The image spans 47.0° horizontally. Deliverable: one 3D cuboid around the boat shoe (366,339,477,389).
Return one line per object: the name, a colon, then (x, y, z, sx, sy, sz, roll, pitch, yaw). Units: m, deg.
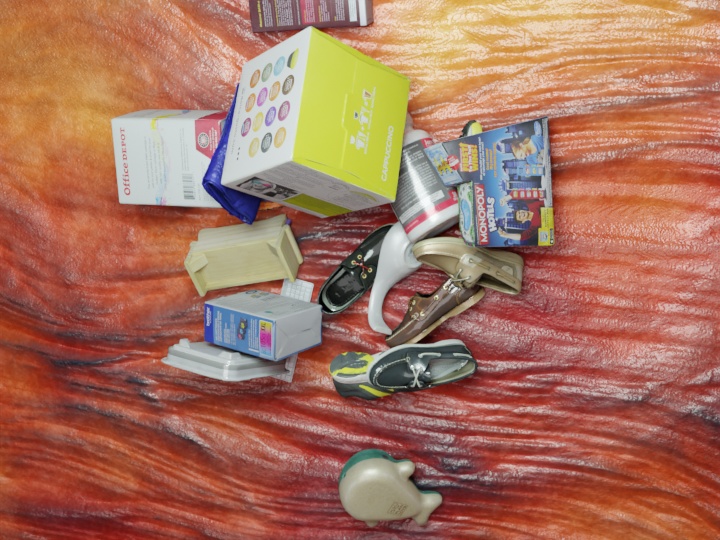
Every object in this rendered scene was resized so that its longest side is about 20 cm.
boat shoe: (0.107, 0.165, 1.405, 0.197, 0.060, 0.077, -15, 122, -20)

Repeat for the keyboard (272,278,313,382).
keyboard: (-0.134, 0.110, 1.533, 0.055, 0.011, 0.203, 17, 109, 9)

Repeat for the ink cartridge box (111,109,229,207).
ink cartridge box: (-0.302, -0.196, 1.418, 0.196, 0.145, 0.148, 4, 108, 12)

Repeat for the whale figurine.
whale figurine: (0.052, 0.403, 1.536, 0.197, 0.104, 0.161, 23, 112, -20)

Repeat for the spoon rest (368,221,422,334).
spoon rest: (0.060, 0.004, 1.414, 0.098, 0.060, 0.203, 17, 99, -35)

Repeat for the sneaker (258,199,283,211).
sneaker: (-0.104, -0.154, 1.421, 0.196, 0.075, 0.080, -8, 100, 14)

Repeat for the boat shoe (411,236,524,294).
boat shoe: (0.178, -0.006, 1.350, 0.196, 0.071, 0.066, 10, 69, -13)

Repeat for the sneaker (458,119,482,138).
sneaker: (0.209, -0.147, 1.350, 0.089, 0.078, 0.204, -11, 104, 1)

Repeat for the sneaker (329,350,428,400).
sneaker: (0.042, 0.191, 1.490, 0.196, 0.075, 0.085, 4, 138, 3)

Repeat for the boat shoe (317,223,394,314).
boat shoe: (0.002, 0.002, 1.444, 0.074, 0.063, 0.201, 45, 109, 1)

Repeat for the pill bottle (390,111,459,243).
pill bottle: (0.084, -0.156, 1.342, 0.110, 0.110, 0.202, -30, 82, 20)

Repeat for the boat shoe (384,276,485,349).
boat shoe: (0.117, 0.063, 1.428, 0.199, 0.071, 0.071, -37, 101, 12)

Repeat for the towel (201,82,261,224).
towel: (-0.188, -0.195, 1.348, 0.049, 0.148, 0.203, 11, 70, 23)

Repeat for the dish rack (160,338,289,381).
dish rack: (-0.233, 0.151, 1.463, 0.169, 0.199, 0.044, 10, 93, 28)

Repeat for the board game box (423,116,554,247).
board game box: (0.198, -0.136, 1.274, 0.196, 0.061, 0.204, -1, 88, -23)

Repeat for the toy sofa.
toy sofa: (-0.207, -0.026, 1.486, 0.196, 0.098, 0.084, -9, 128, 16)

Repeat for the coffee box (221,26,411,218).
coffee box: (-0.065, -0.212, 1.254, 0.196, 0.198, 0.204, -8, 70, 51)

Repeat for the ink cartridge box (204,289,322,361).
ink cartridge box: (-0.182, 0.089, 1.452, 0.197, 0.136, 0.078, 13, 106, 33)

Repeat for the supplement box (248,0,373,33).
supplement box: (-0.082, -0.447, 1.335, 0.196, 0.061, 0.111, 1, 112, 13)
